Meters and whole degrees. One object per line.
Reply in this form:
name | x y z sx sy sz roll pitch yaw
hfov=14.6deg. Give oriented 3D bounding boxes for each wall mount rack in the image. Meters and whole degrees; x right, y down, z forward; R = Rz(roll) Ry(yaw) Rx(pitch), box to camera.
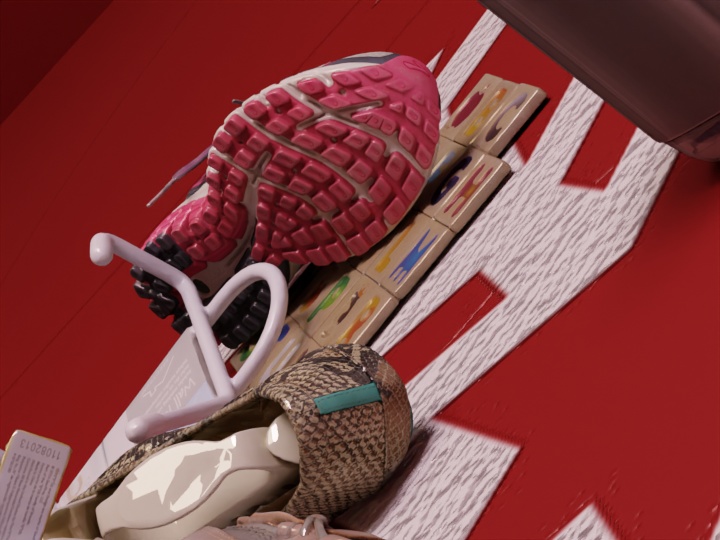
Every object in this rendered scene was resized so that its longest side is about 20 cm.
wall mount rack | -0.108 0.078 1.135 0.200 0.075 0.174 -53 27 16

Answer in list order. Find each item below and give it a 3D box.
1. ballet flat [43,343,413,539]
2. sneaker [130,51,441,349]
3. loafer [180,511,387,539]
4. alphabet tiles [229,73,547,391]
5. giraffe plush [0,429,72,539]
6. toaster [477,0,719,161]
ballet flat | -0.066 0.085 0.958 0.075 0.068 0.200 -8 -23 -47
sneaker | -0.030 -0.042 1.180 0.200 0.081 0.075 -36 16 51
loafer | 0.000 0.099 0.735 0.063 0.072 0.200 -36 15 -12
alphabet tiles | 0.000 0.000 1.151 0.200 0.006 0.166 -50 12 0
giraffe plush | -0.144 0.153 0.899 0.200 0.173 0.162 -55 -3 -13
toaster | 0.104 -0.125 0.854 0.114 0.129 0.200 -35 19 54
